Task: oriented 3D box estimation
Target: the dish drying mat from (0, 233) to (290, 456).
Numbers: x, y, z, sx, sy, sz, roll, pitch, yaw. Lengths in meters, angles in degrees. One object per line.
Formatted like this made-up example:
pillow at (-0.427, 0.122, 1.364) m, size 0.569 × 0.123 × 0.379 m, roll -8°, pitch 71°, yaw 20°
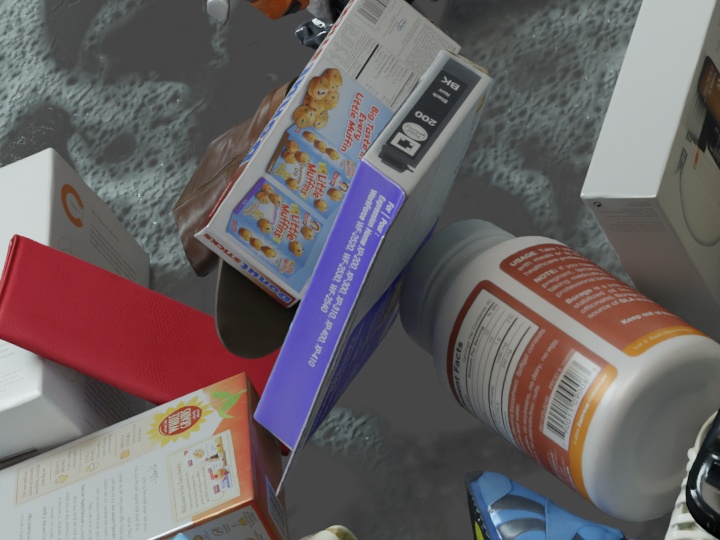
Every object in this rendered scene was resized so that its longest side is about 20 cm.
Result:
dish drying mat at (-0.128, 0.046, 1.734) m, size 0.018 × 0.199 × 0.077 m, roll -50°, pitch 22°, yaw 44°

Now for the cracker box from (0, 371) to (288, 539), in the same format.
cracker box at (-0.143, 0.150, 1.670) m, size 0.199 × 0.058 × 0.134 m, roll -21°, pitch 30°, yaw 8°

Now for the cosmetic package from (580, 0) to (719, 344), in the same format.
cosmetic package at (0.199, -0.078, 1.649) m, size 0.051 × 0.151 × 0.201 m, roll 2°, pitch 56°, yaw 29°

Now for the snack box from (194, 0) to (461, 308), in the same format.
snack box at (-0.017, -0.078, 1.703) m, size 0.200 × 0.072 × 0.024 m, roll -58°, pitch 13°, yaw -25°

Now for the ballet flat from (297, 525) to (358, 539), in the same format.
ballet flat at (0.006, 0.184, 1.608) m, size 0.199 × 0.071 × 0.069 m, roll 21°, pitch 61°, yaw 41°

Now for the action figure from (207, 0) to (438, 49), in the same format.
action figure at (0.012, -0.213, 1.867) m, size 0.199 × 0.105 × 0.193 m, roll -21°, pitch 6°, yaw 25°

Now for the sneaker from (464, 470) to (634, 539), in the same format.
sneaker at (0.110, 0.161, 1.559) m, size 0.078 × 0.066 × 0.200 m, roll -17°, pitch 23°, yaw -8°

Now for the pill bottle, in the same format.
pill bottle at (0.113, 0.049, 1.625) m, size 0.112 × 0.112 × 0.200 m, roll -45°, pitch 45°, yaw -9°

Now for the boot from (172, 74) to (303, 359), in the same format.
boot at (-0.079, -0.016, 1.788) m, size 0.200 × 0.064 × 0.187 m, roll -27°, pitch 43°, yaw 64°

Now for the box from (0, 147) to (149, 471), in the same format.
box at (-0.204, 0.046, 1.805) m, size 0.097 × 0.124 × 0.201 m, roll -19°, pitch 47°, yaw 20°

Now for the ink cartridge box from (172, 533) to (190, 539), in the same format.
ink cartridge box at (-0.096, 0.281, 1.537) m, size 0.200 × 0.146 × 0.147 m, roll -45°, pitch 46°, yaw -9°

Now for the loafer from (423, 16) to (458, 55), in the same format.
loafer at (0.013, -0.089, 1.831) m, size 0.072 × 0.063 × 0.201 m, roll -1°, pitch 55°, yaw 30°

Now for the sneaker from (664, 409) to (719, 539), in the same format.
sneaker at (0.193, 0.132, 1.534) m, size 0.076 × 0.081 × 0.201 m, roll 11°, pitch 63°, yaw 35°

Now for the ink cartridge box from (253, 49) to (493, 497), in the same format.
ink cartridge box at (0.000, 0.000, 1.638) m, size 0.043 × 0.199 × 0.200 m, roll 26°, pitch 35°, yaw 5°

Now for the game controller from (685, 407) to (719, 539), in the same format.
game controller at (0.270, 0.123, 1.475) m, size 0.199 × 0.042 × 0.105 m, roll 25°, pitch 55°, yaw 11°
